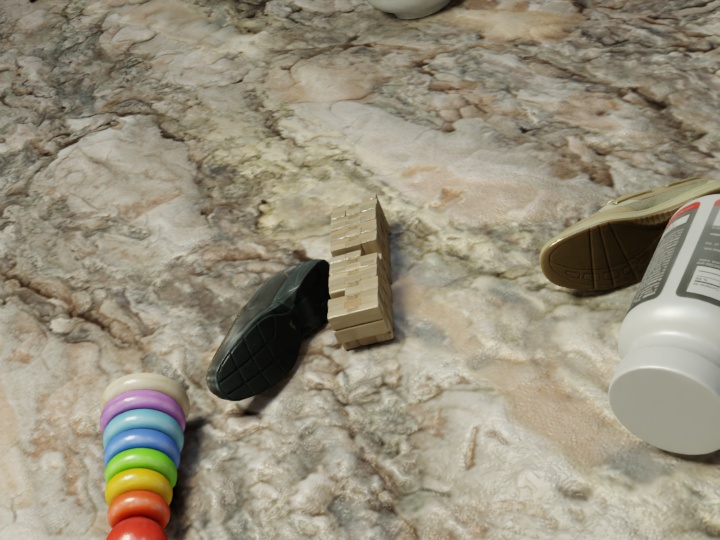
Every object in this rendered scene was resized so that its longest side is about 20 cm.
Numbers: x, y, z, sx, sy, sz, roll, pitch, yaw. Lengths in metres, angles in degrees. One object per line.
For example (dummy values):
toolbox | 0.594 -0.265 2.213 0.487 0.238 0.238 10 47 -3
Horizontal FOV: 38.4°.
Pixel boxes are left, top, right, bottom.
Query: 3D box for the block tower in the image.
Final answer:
block tower | 0.000 0.000 1.085 0.058 0.054 0.200 -13 35 12

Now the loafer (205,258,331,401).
loafer | -0.098 0.062 1.052 0.072 0.073 0.200 -5 28 38

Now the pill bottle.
pill bottle | 0.274 0.041 0.826 0.116 0.116 0.200 6 44 34

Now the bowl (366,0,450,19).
bowl | 0.086 -0.454 1.607 0.201 0.090 0.201 -15 35 11

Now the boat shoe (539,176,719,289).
boat shoe | 0.261 -0.040 0.984 0.200 0.072 0.065 -21 26 -1

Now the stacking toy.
stacking toy | -0.200 0.190 0.933 0.085 0.085 0.200 -17 41 8
